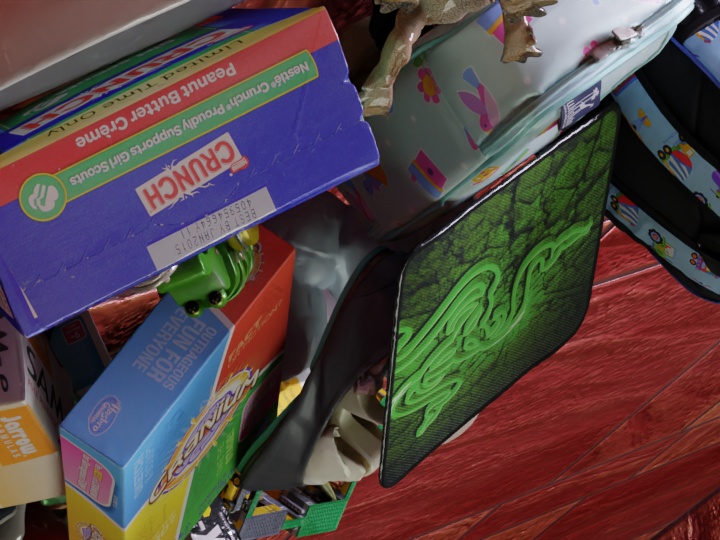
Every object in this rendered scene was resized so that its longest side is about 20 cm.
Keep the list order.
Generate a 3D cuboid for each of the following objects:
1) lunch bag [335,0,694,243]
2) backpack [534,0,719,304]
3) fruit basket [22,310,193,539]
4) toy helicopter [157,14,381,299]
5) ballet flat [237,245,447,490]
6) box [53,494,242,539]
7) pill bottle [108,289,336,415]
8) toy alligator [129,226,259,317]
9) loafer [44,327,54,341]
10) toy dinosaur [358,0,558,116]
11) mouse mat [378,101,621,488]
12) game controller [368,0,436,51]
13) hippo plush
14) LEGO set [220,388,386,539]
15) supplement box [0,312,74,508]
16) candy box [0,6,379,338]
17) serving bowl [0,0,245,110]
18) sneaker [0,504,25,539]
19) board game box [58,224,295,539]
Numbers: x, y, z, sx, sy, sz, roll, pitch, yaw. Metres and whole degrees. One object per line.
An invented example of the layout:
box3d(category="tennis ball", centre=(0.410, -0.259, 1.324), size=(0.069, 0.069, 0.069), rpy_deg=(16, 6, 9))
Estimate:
box3d(category="lunch bag", centre=(0.077, -0.098, 1.132), size=(0.160, 0.077, 0.200), rpy_deg=(-33, 178, -32))
box3d(category="backpack", centre=(0.194, -0.092, 1.250), size=(0.134, 0.200, 0.183), rpy_deg=(-32, 160, -27))
box3d(category="fruit basket", centre=(-0.207, 0.143, 1.307), size=(0.184, 0.201, 0.094), rpy_deg=(-30, 149, 5))
box3d(category="toy helicopter", centre=(-0.060, -0.075, 1.171), size=(0.199, 0.079, 0.132), rpy_deg=(-38, 156, -10))
box3d(category="ballet flat", centre=(-0.007, 0.074, 1.205), size=(0.073, 0.073, 0.201), rpy_deg=(-14, 147, -41))
box3d(category="box", centre=(-0.163, 0.189, 1.512), size=(0.159, 0.201, 0.049), rpy_deg=(-12, 159, -43))
box3d(category="pill bottle", centre=(-0.091, 0.075, 1.454), size=(0.199, 0.110, 0.109), rpy_deg=(-28, 164, -1))
box3d(category="toy alligator", centre=(-0.076, -0.004, 1.035), size=(0.059, 0.055, 0.200), rpy_deg=(-21, -166, 10))
box3d(category="loafer", centre=(-0.175, -0.010, 1.160), size=(0.071, 0.068, 0.201), rpy_deg=(-58, 178, -37))
box3d(category="toy dinosaur", centre=(0.030, -0.158, 0.956), size=(0.085, 0.137, 0.200), rpy_deg=(-8, 160, -3))
box3d(category="mouse mat", centre=(0.076, 0.012, 1.178), size=(0.200, 0.007, 0.162), rpy_deg=(-35, 143, -39))
box3d(category="game controller", centre=(0.092, -0.175, 1.134), size=(0.199, 0.042, 0.104), rpy_deg=(-37, 162, 16))
box3d(category="hippo plush", centre=(0.000, 0.000, 1.272), size=(0.159, 0.202, 0.159), rpy_deg=(4, -171, -19))
box3d(category="LEGO set", centre=(-0.078, 0.127, 1.701), size=(0.199, 0.115, 0.155), rpy_deg=(-13, 128, -54))
box3d(category="supplement box", centre=(-0.254, 0.080, 1.131), size=(0.198, 0.074, 0.126), rpy_deg=(-12, 152, 3))
box3d(category="candy box", centre=(-0.101, -0.052, 0.976), size=(0.168, 0.078, 0.200), rpy_deg=(-26, -165, -13))
box3d(category="serving bowl", centre=(-0.099, -0.124, 0.884), size=(0.199, 0.066, 0.200), rpy_deg=(-25, -175, 2))
box3d(category="sneaker", centre=(-0.281, 0.128, 1.234), size=(0.201, 0.147, 0.077), rpy_deg=(-25, 165, -10))
box3d(category="board game box", centre=(-0.097, 0.080, 1.171), size=(0.153, 0.040, 0.200), rpy_deg=(-53, 167, -26))
